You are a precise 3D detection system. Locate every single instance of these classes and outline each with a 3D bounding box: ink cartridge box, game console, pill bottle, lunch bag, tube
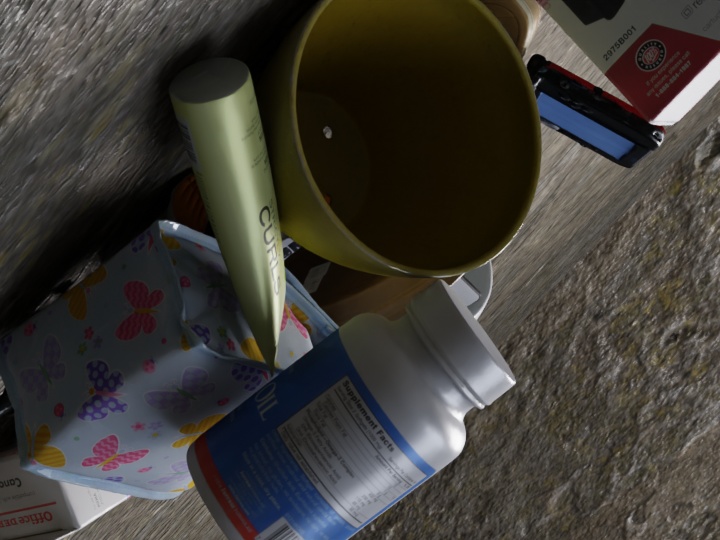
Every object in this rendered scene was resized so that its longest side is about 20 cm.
[{"bbox_3d":[-0.236,0.160,1.502,0.116,0.068,0.200,-17,-172,35],"label":"ink cartridge box"},{"bbox_3d":[0.133,-0.093,1.513,0.119,0.171,0.200,-61,178,-1],"label":"game console"},{"bbox_3d":[-0.003,0.098,1.211,0.199,0.113,0.112,-37,170,5],"label":"pill bottle"},{"bbox_3d":[-0.122,0.067,1.297,0.169,0.128,0.199,-35,147,24],"label":"lunch bag"},{"bbox_3d":[0.191,-0.222,1.312,0.146,0.200,0.083,-46,166,20],"label":"ink cartridge box"},{"bbox_3d":[-0.071,-0.035,1.186,0.058,0.052,0.201,-36,131,-31],"label":"tube"}]

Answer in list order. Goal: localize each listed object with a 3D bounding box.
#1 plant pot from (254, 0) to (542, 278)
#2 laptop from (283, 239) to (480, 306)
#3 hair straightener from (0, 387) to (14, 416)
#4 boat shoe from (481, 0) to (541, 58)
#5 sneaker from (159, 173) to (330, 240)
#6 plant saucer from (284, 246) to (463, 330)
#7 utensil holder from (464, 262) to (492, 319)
[{"bbox_3d":[0.000,-0.085,1.259,0.200,0.201,0.141,-35,-168,-35],"label":"plant pot"},{"bbox_3d":[-0.016,0.061,1.594,0.199,0.117,0.187,-32,134,18],"label":"laptop"},{"bbox_3d":[-0.207,0.039,1.355,0.199,0.041,0.077,-31,144,-29],"label":"hair straightener"},{"bbox_3d":[0.095,-0.179,1.505,0.069,0.074,0.200,-40,179,-29],"label":"boat shoe"},{"bbox_3d":[-0.087,-0.041,1.390,0.199,0.076,0.092,-19,163,-49],"label":"sneaker"},{"bbox_3d":[0.000,0.000,1.434,0.199,0.030,0.200,-24,-160,9],"label":"plant saucer"},{"bbox_3d":[0.021,0.043,1.849,0.170,0.170,0.200,-35,166,-36],"label":"utensil holder"}]
